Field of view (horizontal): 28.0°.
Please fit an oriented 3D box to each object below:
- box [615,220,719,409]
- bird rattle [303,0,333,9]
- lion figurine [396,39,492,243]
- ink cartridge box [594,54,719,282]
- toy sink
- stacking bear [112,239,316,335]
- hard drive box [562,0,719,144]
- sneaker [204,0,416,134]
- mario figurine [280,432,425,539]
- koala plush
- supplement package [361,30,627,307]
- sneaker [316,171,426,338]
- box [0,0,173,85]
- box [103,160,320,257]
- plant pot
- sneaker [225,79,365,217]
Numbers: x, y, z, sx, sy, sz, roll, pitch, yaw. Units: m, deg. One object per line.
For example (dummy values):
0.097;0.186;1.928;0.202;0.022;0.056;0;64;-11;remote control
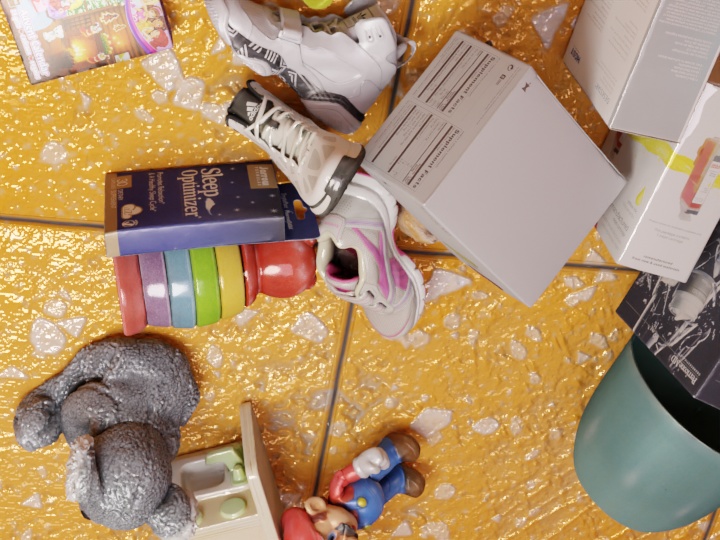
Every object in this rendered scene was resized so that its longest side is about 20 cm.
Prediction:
0.379;0.027;1.456;0.104;0.200;0.183;23;105;-22;box
-0.083;-0.316;1.262;0.199;0.113;0.164;13;97;-13;bird rattle
0.093;-0.120;1.410;0.122;0.073;0.200;33;106;-36;lion figurine
0.304;-0.115;1.405;0.083;0.145;0.201;15;117;-17;ink cartridge box
-0.146;0.265;1.567;0.111;0.131;0.201;-13;123;-1;toy sink
-0.141;-0.003;1.423;0.199;0.114;0.122;-8;122;-10;stacking bear
0.270;-0.243;1.315;0.076;0.156;0.201;10;120;-17;hard drive box
-0.043;-0.220;1.325;0.115;0.075;0.200;-44;123;16;sneaker
0.003;0.266;1.557;0.124;0.200;0.106;56;146;-5;mario figurine
-0.241;0.183;1.458;0.177;0.200;0.184;35;109;-26;koala plush
0.124;-0.091;1.338;0.156;0.111;0.200;-52;133;-2;supplement package
0.000;0.000;1.434;0.088;0.081;0.201;-49;135;-30;sneaker
-0.257;-0.275;1.274;0.136;0.039;0.201;-15;122;-1;box
-0.143;-0.062;1.374;0.199;0.121;0.033;-4;121;-7;box
0.327;0.187;1.568;0.200;0.201;0.161;23;122;-22;plant pot
-0.070;-0.114;1.314;0.115;0.200;0.076;30;94;-17;sneaker
